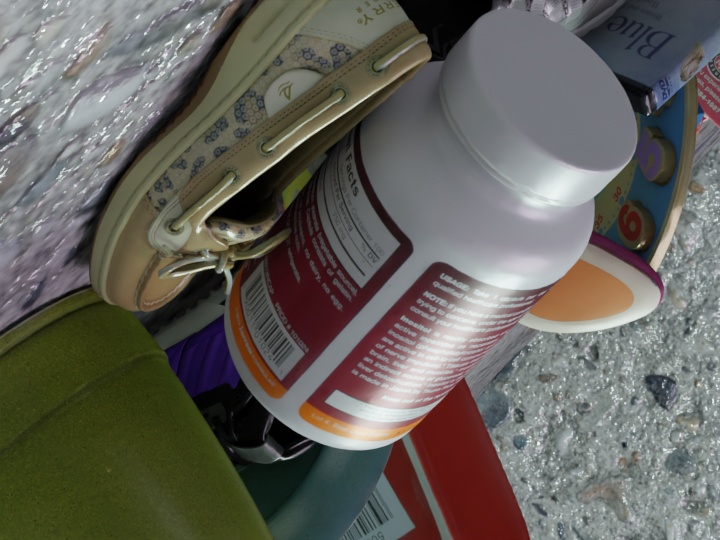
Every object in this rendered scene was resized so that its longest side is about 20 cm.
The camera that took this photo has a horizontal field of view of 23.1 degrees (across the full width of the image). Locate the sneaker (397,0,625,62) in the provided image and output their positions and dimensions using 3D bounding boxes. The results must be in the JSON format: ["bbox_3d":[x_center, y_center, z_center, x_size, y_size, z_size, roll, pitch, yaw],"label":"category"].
[{"bbox_3d":[0.073,-0.135,0.807,0.200,0.075,0.082,-43,171,-9],"label":"sneaker"}]

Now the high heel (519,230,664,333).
[{"bbox_3d":[0.075,-0.024,0.968,0.096,0.198,0.068,-54,147,-53],"label":"high heel"}]

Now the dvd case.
[{"bbox_3d":[0.154,-0.163,0.892,0.200,0.142,0.018,-41,136,-21],"label":"dvd case"}]

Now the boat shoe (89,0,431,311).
[{"bbox_3d":[-0.048,-0.042,0.731,0.073,0.063,0.200,-33,166,-52],"label":"boat shoe"}]

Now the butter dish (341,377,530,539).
[{"bbox_3d":[0.000,0.125,1.086,0.199,0.201,0.148,-25,172,17],"label":"butter dish"}]

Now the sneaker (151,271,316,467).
[{"bbox_3d":[-0.071,0.071,0.922,0.200,0.100,0.069,-42,130,11],"label":"sneaker"}]

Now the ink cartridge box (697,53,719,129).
[{"bbox_3d":[0.241,-0.202,1.026,0.200,0.145,0.084,-49,171,27],"label":"ink cartridge box"}]

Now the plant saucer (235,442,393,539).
[{"bbox_3d":[-0.064,0.090,0.979,0.200,0.200,0.027,-45,129,5],"label":"plant saucer"}]

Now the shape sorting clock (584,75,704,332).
[{"bbox_3d":[0.131,-0.066,1.001,0.200,0.039,0.202,-170,-90,-72],"label":"shape sorting clock"}]

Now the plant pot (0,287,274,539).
[{"bbox_3d":[-0.121,0.146,0.827,0.200,0.193,0.200,-43,171,-9],"label":"plant pot"}]

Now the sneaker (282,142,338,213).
[{"bbox_3d":[0.031,-0.073,0.922,0.199,0.078,0.090,-21,157,-41],"label":"sneaker"}]

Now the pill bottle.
[{"bbox_3d":[0.030,-0.016,0.777,0.113,0.113,0.200,-34,169,-48],"label":"pill bottle"}]

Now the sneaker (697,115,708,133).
[{"bbox_3d":[0.224,-0.158,1.252,0.201,0.108,0.067,-45,171,1],"label":"sneaker"}]
